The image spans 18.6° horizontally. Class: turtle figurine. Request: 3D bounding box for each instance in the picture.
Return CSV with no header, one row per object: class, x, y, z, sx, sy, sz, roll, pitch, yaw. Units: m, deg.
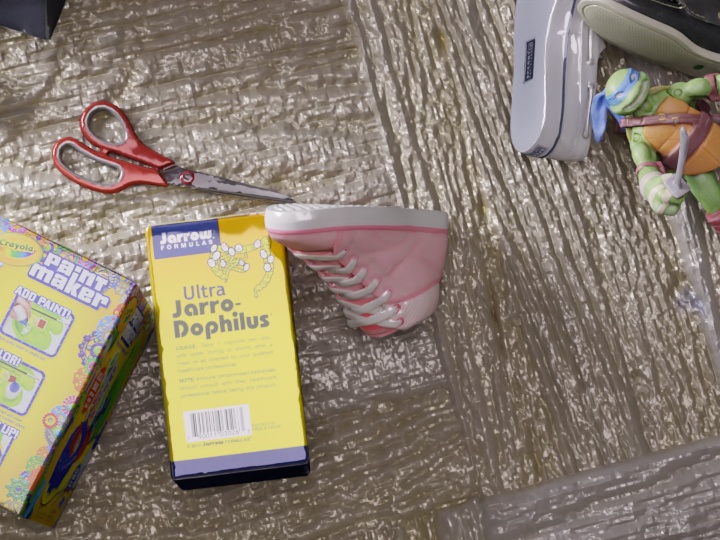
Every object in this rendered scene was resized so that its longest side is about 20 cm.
turtle figurine,0.291,-0.091,1.728,0.194,0.200,0.144,39,48,-24

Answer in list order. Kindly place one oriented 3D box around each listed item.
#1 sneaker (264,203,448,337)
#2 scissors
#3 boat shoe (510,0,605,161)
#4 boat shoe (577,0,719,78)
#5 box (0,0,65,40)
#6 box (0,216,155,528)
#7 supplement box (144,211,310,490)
sneaker,0.000,0.000,1.722,0.075,0.200,0.105,5,91,37
scissors,-0.156,-0.073,1.811,0.200,0.014,0.073,27,79,3
boat shoe,0.168,-0.187,1.810,0.065,0.074,0.201,12,83,-27
boat shoe,0.265,-0.200,1.786,0.199,0.072,0.068,17,78,-22
box,-0.312,-0.317,1.764,0.198,0.123,0.201,15,58,1
box,-0.257,0.082,1.688,0.122,0.200,0.193,25,82,4
supplement box,-0.103,0.065,1.738,0.109,0.109,0.201,-7,81,-2
